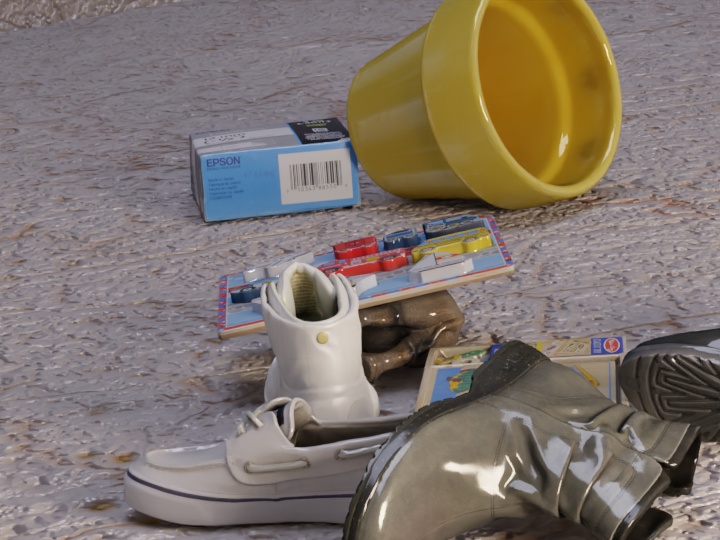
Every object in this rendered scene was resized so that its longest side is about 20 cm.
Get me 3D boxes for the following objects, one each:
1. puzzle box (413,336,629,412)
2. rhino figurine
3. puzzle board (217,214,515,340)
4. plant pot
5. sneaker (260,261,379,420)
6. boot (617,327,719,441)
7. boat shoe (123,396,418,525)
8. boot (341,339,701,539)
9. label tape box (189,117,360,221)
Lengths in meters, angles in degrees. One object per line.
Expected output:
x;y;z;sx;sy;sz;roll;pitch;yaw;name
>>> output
0.102;0.081;1.555;0.132;0.026;0.200;-3;13;5;puzzle box
0.004;0.029;1.739;0.087;0.060;0.200;-14;14;-21;rhino figurine
0.000;0.000;1.700;0.199;0.018;0.151;-13;13;0;puzzle board
0.095;-0.145;2.187;0.188;0.202;0.200;-13;4;42;plant pot
-0.026;0.047;1.556;0.073;0.116;0.200;-9;12;-8;sneaker
0.262;0.016;1.521;0.164;0.066;0.200;6;42;25;boot
-0.041;0.105;1.417;0.199;0.066;0.072;0;14;21;boat shoe
0.089;0.115;1.320;0.130;0.068;0.200;25;44;27;boot
-0.084;-0.100;2.310;0.142;0.067;0.200;-7;15;-7;label tape box
